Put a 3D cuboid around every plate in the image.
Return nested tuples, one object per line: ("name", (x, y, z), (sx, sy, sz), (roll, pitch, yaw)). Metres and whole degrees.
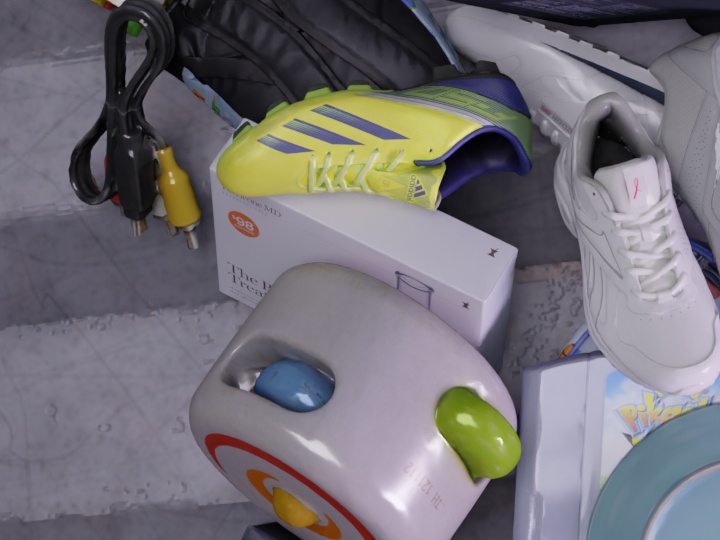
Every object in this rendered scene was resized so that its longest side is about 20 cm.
("plate", (0.235, 0.180, 1.355), (0.198, 0.026, 0.202), (0, 93, 6))

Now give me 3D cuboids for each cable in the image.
("cable", (-0.152, -0.104, 1.503), (0.097, 0.050, 0.201), (22, 130, 27))

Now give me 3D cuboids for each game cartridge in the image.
("game cartridge", (0.196, 0.114, 1.385), (0.198, 0.040, 0.134), (3, 90, 6))

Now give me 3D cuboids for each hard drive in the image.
("hard drive", (0.164, -0.177, 1.358), (0.199, 0.139, 0.033), (2, 88, 49))

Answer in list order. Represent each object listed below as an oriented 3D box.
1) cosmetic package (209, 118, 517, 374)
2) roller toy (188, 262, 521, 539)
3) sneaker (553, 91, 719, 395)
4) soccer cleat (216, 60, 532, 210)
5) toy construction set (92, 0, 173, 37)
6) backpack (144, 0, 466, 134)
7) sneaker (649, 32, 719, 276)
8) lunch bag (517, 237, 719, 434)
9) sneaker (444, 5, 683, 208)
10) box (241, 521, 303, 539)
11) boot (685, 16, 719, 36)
("cosmetic package", (0.000, 0.000, 1.454), (0.199, 0.151, 0.052), (26, 59, 15))
("roller toy", (-0.009, 0.100, 1.396), (0.182, 0.200, 0.140), (37, 71, -2))
("sneaker", (0.164, -0.020, 1.354), (0.077, 0.100, 0.201), (-18, 60, -5))
("soccer cleat", (0.012, -0.071, 1.374), (0.199, 0.065, 0.084), (-13, 67, -11))
("toy construction set", (-0.184, -0.224, 1.514), (0.092, 0.131, 0.200), (-52, 38, 14))
("backpack", (-0.013, -0.132, 1.482), (0.200, 0.154, 0.163), (39, 88, 27))
("sneaker", (0.228, -0.051, 1.393), (0.092, 0.075, 0.202), (-10, 83, 45))
("lunch bag", (0.206, 0.084, 1.437), (0.160, 0.076, 0.200), (41, 98, 10))
("sneaker", (0.138, -0.113, 1.471), (0.199, 0.076, 0.081), (26, 102, 16))
("box", (-0.017, 0.295, 1.457), (0.199, 0.117, 0.198), (27, 93, 16))
("boot", (0.292, -0.088, 1.427), (0.163, 0.066, 0.202), (-4, 88, 6))
